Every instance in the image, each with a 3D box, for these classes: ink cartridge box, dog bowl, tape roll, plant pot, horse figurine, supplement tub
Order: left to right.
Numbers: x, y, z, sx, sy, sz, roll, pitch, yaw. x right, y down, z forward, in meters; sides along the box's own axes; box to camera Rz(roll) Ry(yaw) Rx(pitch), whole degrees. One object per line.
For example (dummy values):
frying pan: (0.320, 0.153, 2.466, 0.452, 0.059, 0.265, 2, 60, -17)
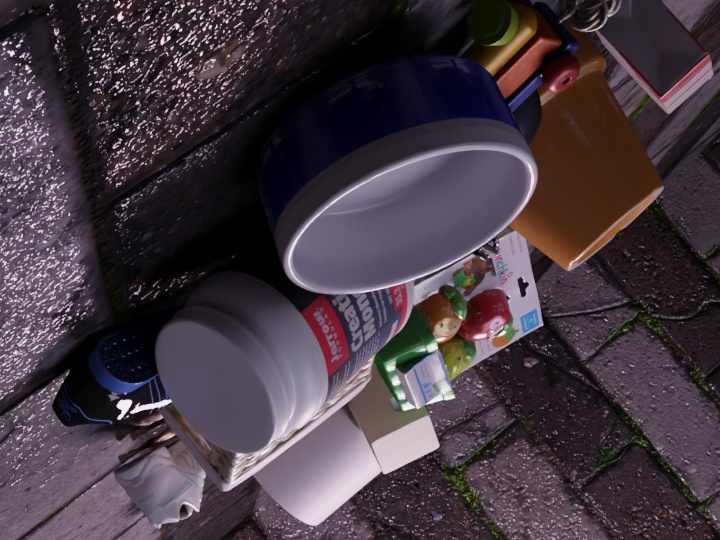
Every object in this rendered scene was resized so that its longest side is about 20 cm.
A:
horse figurine: (-0.195, 0.152, 1.303, 0.132, 0.050, 0.200, -33, 173, 1)
supplement tub: (-0.059, 0.042, 1.002, 0.200, 0.140, 0.141, -42, 174, -42)
tape roll: (-0.064, 0.200, 1.547, 0.139, 0.203, 0.203, -40, 170, 8)
dog bowl: (0.025, -0.066, 0.895, 0.197, 0.080, 0.201, -18, 157, -8)
plant pot: (0.191, -0.109, 1.194, 0.199, 0.184, 0.200, -38, 170, -8)
ink cartridge box: (0.307, -0.232, 1.276, 0.067, 0.117, 0.200, -42, 169, 14)

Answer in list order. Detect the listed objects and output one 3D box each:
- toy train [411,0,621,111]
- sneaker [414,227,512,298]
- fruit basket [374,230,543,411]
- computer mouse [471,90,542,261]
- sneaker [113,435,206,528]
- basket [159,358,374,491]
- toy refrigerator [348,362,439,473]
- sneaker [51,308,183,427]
toy train: (0.124, -0.188, 0.944, 0.200, 0.085, 0.115, -44, 156, 21)
sneaker: (0.099, 0.019, 1.384, 0.201, 0.118, 0.074, -47, 171, 21)
fruit basket: (0.105, 0.062, 1.308, 0.198, 0.094, 0.186, -24, 141, -3)
computer mouse: (0.096, -0.095, 1.102, 0.201, 0.137, 0.053, -61, 180, 42)
sneaker: (-0.201, 0.227, 1.312, 0.070, 0.081, 0.200, -29, 176, 13)
basket: (-0.091, 0.095, 1.193, 0.199, 0.136, 0.124, -35, 167, -24)
toy refrigerator: (0.019, 0.140, 1.452, 0.075, 0.201, 0.070, -25, 133, -5)
sneaker: (-0.180, 0.085, 1.037, 0.078, 0.071, 0.199, -41, 163, 24)
